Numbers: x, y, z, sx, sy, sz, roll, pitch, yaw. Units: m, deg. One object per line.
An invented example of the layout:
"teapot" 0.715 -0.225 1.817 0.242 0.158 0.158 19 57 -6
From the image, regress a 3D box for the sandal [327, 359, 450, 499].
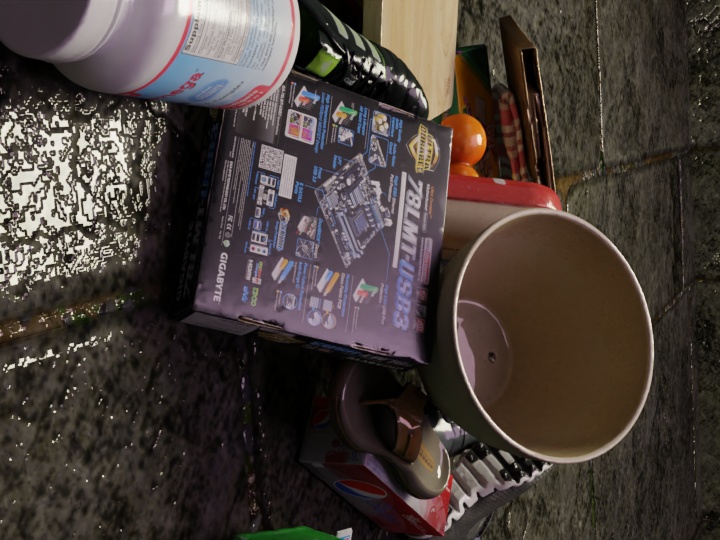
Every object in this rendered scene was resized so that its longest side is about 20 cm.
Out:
"sandal" 0.037 0.133 0.868 0.200 0.054 0.082 53 43 -39

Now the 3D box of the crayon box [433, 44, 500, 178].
"crayon box" 0.108 -0.143 1.152 0.119 0.058 0.203 -34 119 -61

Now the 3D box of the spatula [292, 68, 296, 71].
"spatula" -0.053 -0.166 0.876 0.056 0.020 0.203 -13 104 -50

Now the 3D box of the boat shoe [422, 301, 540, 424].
"boat shoe" 0.130 0.090 1.017 0.074 0.200 0.063 2 56 -33

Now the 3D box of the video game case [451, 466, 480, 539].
"video game case" 0.109 0.351 1.194 0.143 0.019 0.202 -55 138 -48

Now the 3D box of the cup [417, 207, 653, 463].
"cup" 0.123 0.063 0.871 0.198 0.143 0.203 7 76 -28

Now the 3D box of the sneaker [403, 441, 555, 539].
"sneaker" 0.125 0.238 1.103 0.199 0.067 0.091 -27 140 -15

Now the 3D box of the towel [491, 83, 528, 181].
"towel" 0.174 -0.115 1.206 0.146 0.030 0.202 -83 164 -77

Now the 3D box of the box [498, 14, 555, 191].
"box" 0.184 -0.187 1.151 0.200 0.021 0.165 -85 164 -68

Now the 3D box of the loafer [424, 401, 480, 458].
"loafer" 0.097 0.166 1.116 0.200 0.070 0.069 -12 101 -62

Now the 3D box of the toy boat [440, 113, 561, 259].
"toy boat" 0.090 -0.084 0.977 0.131 0.197 0.132 129 -34 -74

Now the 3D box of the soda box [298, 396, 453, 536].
"soda box" 0.020 0.186 0.965 0.200 0.069 0.064 51 44 -50

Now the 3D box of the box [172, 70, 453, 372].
"box" -0.029 -0.041 0.786 0.197 0.050 0.202 15 73 -27

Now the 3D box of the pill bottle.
"pill bottle" -0.128 -0.161 0.637 0.199 0.108 0.110 -8 97 -62

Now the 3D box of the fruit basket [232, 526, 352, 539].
"fruit basket" -0.058 0.303 0.787 0.185 0.093 0.203 21 75 -61

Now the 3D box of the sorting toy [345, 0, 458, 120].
"sorting toy" 0.027 -0.235 0.960 0.199 0.069 0.202 -40 136 -58

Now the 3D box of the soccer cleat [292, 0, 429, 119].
"soccer cleat" -0.021 -0.165 0.822 0.199 0.067 0.081 37 22 -25
